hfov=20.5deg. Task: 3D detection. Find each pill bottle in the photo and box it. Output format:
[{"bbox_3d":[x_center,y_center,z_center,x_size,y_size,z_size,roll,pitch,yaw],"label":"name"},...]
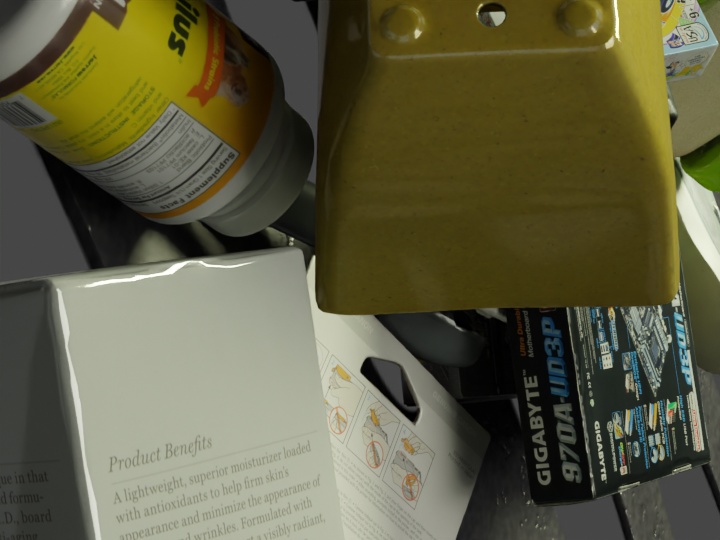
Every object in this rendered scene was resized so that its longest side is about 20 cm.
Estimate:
[{"bbox_3d":[-0.114,-0.096,1.006,0.200,0.109,0.110,36,57,-42],"label":"pill bottle"}]

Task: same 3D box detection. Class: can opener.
[{"bbox_3d":[0.000,0.000,1.148,0.199,0.053,0.067,25,93,-27],"label":"can opener"}]

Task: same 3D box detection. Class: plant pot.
[{"bbox_3d":[0.064,-0.108,1.005,0.200,0.194,0.196,79,10,-64],"label":"plant pot"}]

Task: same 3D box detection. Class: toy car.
[{"bbox_3d":[0.221,-0.185,1.414,0.164,0.158,0.201,35,22,-31],"label":"toy car"}]

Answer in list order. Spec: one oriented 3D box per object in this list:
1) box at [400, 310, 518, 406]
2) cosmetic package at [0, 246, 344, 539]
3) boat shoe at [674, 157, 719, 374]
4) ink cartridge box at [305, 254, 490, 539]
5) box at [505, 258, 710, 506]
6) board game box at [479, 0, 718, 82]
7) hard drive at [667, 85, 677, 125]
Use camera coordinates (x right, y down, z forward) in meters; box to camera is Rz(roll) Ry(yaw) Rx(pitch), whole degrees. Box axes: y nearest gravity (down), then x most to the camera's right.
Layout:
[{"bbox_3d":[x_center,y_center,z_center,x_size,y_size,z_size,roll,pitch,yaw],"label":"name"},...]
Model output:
[{"bbox_3d":[0.083,-0.016,1.285,0.158,0.048,0.202,-1,84,-51],"label":"box"},{"bbox_3d":[-0.122,0.101,0.914,0.164,0.164,0.202,-8,90,-52],"label":"cosmetic package"},{"bbox_3d":[0.247,-0.023,1.474,0.071,0.070,0.202,-38,110,-41],"label":"boat shoe"},{"bbox_3d":[-0.015,0.120,1.140,0.200,0.044,0.177,46,51,-37],"label":"ink cartridge box"},{"bbox_3d":[0.147,0.032,1.207,0.159,0.046,0.202,-7,88,-55],"label":"box"},{"bbox_3d":[0.115,-0.196,1.207,0.134,0.034,0.201,-13,64,-20],"label":"board game box"},{"bbox_3d":[0.105,-0.169,1.237,0.138,0.033,0.201,-4,61,-16],"label":"hard drive"}]
